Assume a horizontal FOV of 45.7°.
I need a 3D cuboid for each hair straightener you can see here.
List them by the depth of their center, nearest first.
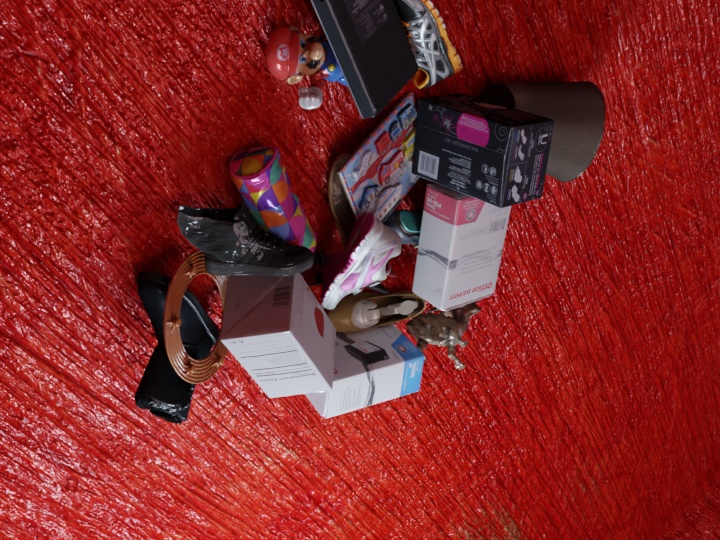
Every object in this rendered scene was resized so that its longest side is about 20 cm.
[{"bbox_3d":[-0.028,0.017,1.489,0.198,0.041,0.078,10,113,-40],"label":"hair straightener"}]

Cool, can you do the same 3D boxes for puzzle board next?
[{"bbox_3d":[0.048,-0.168,1.388,0.200,0.017,0.152,-50,138,-25],"label":"puzzle board"}]

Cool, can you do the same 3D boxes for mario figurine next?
[{"bbox_3d":[-0.043,-0.299,1.210,0.198,0.125,0.106,-3,147,-40],"label":"mario figurine"}]

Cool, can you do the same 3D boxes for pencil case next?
[{"bbox_3d":[-0.131,-0.098,1.310,0.088,0.088,0.201,-33,136,-12],"label":"pencil case"}]

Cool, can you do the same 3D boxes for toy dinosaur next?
[{"bbox_3d":[0.143,0.107,1.624,0.198,0.137,0.086,7,134,-32],"label":"toy dinosaur"}]

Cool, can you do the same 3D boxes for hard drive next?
[{"bbox_3d":[0.009,-0.338,1.208,0.140,0.033,0.202,-51,128,-37],"label":"hard drive"}]

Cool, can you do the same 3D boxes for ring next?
[{"bbox_3d":[-0.237,0.070,1.300,0.200,0.019,0.204,3,90,-69],"label":"ring"}]

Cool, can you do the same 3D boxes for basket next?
[{"bbox_3d":[0.304,-0.253,1.485,0.197,0.136,0.183,3,111,-32],"label":"basket"}]

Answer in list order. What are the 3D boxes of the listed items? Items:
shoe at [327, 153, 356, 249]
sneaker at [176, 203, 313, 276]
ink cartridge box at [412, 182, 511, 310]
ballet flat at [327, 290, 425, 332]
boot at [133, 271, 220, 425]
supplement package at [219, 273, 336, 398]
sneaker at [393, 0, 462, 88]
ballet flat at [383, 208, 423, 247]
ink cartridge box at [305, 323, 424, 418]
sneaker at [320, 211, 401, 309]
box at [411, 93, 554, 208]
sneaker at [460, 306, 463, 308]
[{"bbox_3d":[-0.018,-0.102,1.412,0.069,0.054,0.203,-13,119,-7],"label":"shoe"},{"bbox_3d":[-0.167,-0.049,1.259,0.196,0.060,0.106,-2,118,-6],"label":"sneaker"},{"bbox_3d":[0.173,-0.050,1.462,0.145,0.082,0.203,-15,122,-39],"label":"ink cartridge box"},{"bbox_3d":[0.033,0.070,1.549,0.198,0.063,0.070,-13,98,-32],"label":"ballet flat"},{"bbox_3d":[-0.295,0.121,1.287,0.201,0.075,0.170,60,40,-48],"label":"boot"},{"bbox_3d":[-0.126,0.103,1.376,0.118,0.123,0.201,-9,144,15],"label":"supplement package"},{"bbox_3d":[0.087,-0.355,1.297,0.077,0.079,0.200,-37,134,3],"label":"sneaker"},{"bbox_3d":[0.099,-0.072,1.504,0.199,0.073,0.074,-1,121,-53],"label":"ballet flat"},{"bbox_3d":[-0.008,0.168,1.533,0.198,0.145,0.085,-12,125,-29],"label":"ink cartridge box"},{"bbox_3d":[0.000,0.000,1.386,0.087,0.082,0.200,23,132,-20],"label":"sneaker"},{"bbox_3d":[0.194,-0.196,1.372,0.114,0.199,0.134,-16,121,-39],"label":"box"},{"bbox_3d":[0.184,-0.030,1.589,0.079,0.071,0.203,12,102,-23],"label":"sneaker"}]
